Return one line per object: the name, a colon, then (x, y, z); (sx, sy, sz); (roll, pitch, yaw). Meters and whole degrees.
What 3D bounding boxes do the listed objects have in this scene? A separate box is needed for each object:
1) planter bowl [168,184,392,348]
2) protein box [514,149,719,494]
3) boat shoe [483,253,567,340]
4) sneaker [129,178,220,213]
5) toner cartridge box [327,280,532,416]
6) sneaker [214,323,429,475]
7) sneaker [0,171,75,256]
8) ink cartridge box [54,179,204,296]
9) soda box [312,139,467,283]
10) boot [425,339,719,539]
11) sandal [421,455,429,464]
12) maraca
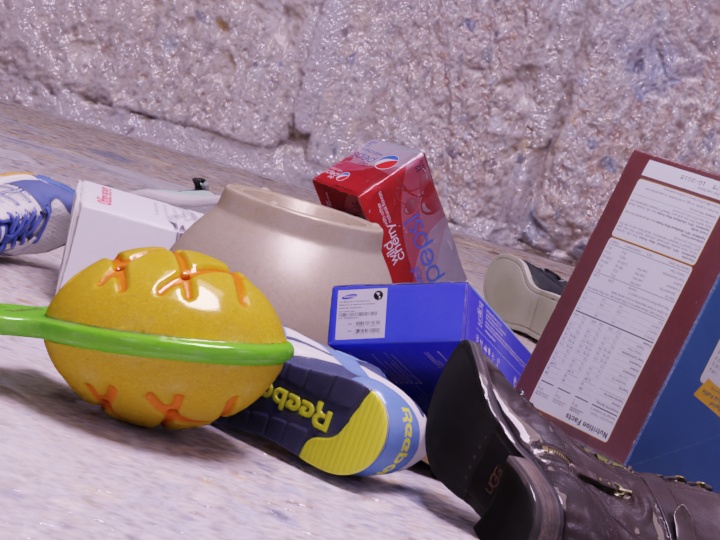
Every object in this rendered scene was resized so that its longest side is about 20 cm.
planter bowl: (-0.057, 0.016, 1.492); (0.200, 0.135, 0.200); (16, 7, -2)
protein box: (0.245, 0.059, 1.409); (0.198, 0.200, 0.135); (28, -2, -34)
boat shoe: (0.200, 0.037, 2.255); (0.066, 0.075, 0.199); (15, 6, -27)
sneaker: (-0.123, -0.044, 2.029); (0.200, 0.074, 0.118); (16, 12, 24)
toner cartridge box: (0.055, 0.058, 1.415); (0.095, 0.043, 0.200); (-1, -19, 19)
sneaker: (-0.038, 0.077, 1.314); (0.200, 0.074, 0.082); (31, 12, 39)
sneaker: (-0.300, -0.034, 1.678); (0.200, 0.075, 0.088); (2, 25, -39)
ink cartridge box: (-0.140, -0.001, 1.659); (0.199, 0.084, 0.145); (15, 7, -9)
soda box: (0.035, 0.002, 1.603); (0.070, 0.200, 0.063); (-35, 32, -23)
boot: (0.139, 0.129, 1.244); (0.174, 0.069, 0.200); (14, 31, -27)
sandal: (0.068, 0.100, 1.367); (0.211, 0.070, 0.078); (17, 6, 7)
maraca: (-0.138, 0.037, 1.242); (0.199, 0.107, 0.137); (7, -1, 14)
